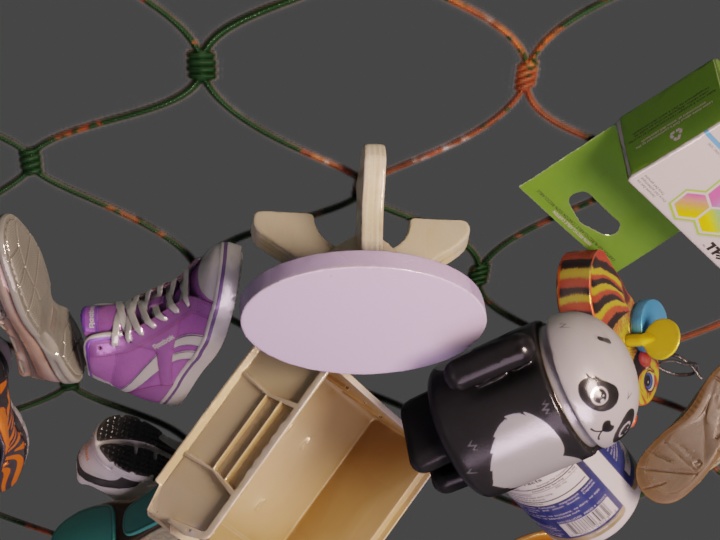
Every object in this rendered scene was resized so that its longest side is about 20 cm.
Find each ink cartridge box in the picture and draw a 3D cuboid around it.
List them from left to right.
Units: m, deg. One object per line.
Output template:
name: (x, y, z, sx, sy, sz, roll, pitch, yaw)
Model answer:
ink cartridge box: (0.255, -0.059, 1.617, 0.200, 0.076, 0.148, -33, 128, 25)

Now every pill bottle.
pill bottle: (0.167, 0.159, 1.808, 0.111, 0.111, 0.200, -26, 131, 21)

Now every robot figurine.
robot figurine: (0.135, 0.115, 1.643, 0.200, 0.150, 0.125, -25, 88, 17)

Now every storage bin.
storage bin: (-0.059, 0.185, 1.743, 0.199, 0.094, 0.200, -54, 138, -6)

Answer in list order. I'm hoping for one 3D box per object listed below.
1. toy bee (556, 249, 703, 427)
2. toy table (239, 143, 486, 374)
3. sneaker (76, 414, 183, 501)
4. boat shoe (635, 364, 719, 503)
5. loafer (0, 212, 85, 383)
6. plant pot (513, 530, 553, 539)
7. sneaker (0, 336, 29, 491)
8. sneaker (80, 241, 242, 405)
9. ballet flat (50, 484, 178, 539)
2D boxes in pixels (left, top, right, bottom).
toy bee: (0.233, 0.076, 1.716, 0.200, 0.109, 0.131, 32, 149, -20)
toy table: (0.000, 0.000, 1.630, 0.199, 0.117, 0.184, 11, 133, -16)
sneaker: (-0.178, 0.199, 1.863, 0.200, 0.074, 0.080, 29, 139, -22)
boat shoe: (0.331, 0.134, 1.809, 0.200, 0.073, 0.063, -40, 172, 2)
loafer: (-0.294, 0.031, 1.678, 0.063, 0.072, 0.200, -6, 139, 12)
plant pot: (0.189, 0.390, 2.003, 0.199, 0.201, 0.183, 4, 150, -8)
sneaker: (-0.345, 0.157, 1.767, 0.077, 0.112, 0.200, -3, 136, -1)
sneaker: (-0.178, 0.041, 1.693, 0.114, 0.073, 0.201, 18, 131, -17)
ballet flat: (-0.204, 0.242, 1.815, 0.200, 0.068, 0.062, -23, 142, 38)
